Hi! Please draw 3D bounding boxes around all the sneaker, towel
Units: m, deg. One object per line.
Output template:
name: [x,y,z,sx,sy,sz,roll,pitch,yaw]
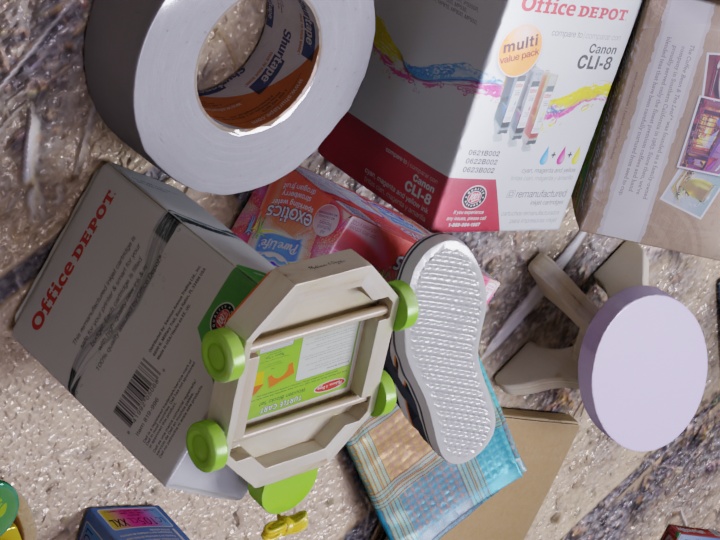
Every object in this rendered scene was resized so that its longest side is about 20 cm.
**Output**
sneaker: [0.047,0.049,1.373,0.078,0.079,0.201,-24,129,-22]
towel: [0.062,0.150,1.630,0.146,0.022,0.201,-35,128,-15]

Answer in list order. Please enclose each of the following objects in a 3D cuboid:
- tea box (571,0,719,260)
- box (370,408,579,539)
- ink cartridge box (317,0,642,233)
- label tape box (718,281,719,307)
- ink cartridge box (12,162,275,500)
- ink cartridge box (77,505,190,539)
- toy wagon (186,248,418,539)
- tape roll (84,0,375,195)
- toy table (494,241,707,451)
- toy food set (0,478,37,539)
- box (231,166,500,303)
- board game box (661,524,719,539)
tea box: [0.250,-0.145,1.461,0.133,0.197,0.201,11,115,-5]
box: [0.107,0.204,1.738,0.199,0.021,0.164,9,111,-47]
ink cartridge box: [0.087,-0.149,1.370,0.145,0.144,0.201,-2,119,-42]
label tape box: [0.449,0.092,1.843,0.066,0.200,0.144,-35,137,-22]
ink cartridge box: [-0.128,0.039,1.261,0.083,0.200,0.147,20,104,-52]
ink cartridge box: [-0.150,0.290,1.419,0.076,0.200,0.137,0,118,-43]
toy wagon: [-0.043,0.084,1.189,0.154,0.040,0.201,-14,129,-39]
tape roll: [-0.086,-0.155,1.263,0.199,0.066,0.201,-23,131,-29]
toy table: [0.222,0.068,1.676,0.183,0.117,0.201,-37,137,-17]
toy food set: [-0.318,0.230,1.335,0.199,0.049,0.199,-32,136,-22]
box: [0.000,0.000,1.430,0.200,0.103,0.095,23,103,-50]
board game box: [0.332,0.376,2.078,0.103,0.019,0.201,15,107,-46]
